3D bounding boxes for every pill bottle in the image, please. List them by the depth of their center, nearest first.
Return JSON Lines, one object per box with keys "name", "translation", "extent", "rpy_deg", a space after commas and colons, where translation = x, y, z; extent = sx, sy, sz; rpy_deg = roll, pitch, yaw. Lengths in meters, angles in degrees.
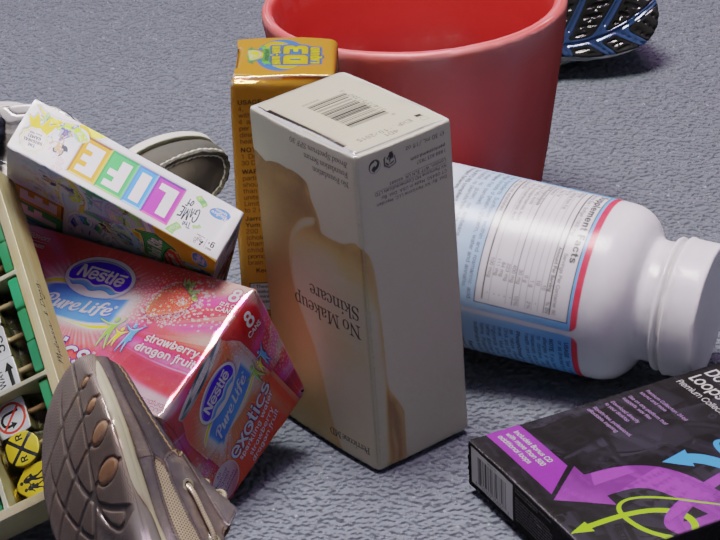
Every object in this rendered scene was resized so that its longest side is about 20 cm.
{"name": "pill bottle", "translation": [0.115, 0.003, 1.462], "extent": [0.199, 0.109, 0.109], "rpy_deg": [14, 31, 19]}

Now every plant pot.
{"name": "plant pot", "translation": [0.039, -0.097, 1.602], "extent": [0.199, 0.178, 0.201], "rpy_deg": [-4, 27, 2]}

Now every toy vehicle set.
{"name": "toy vehicle set", "translation": [-0.222, 0.055, 1.333], "extent": [0.124, 0.027, 0.201], "rpy_deg": [-27, 64, 11]}

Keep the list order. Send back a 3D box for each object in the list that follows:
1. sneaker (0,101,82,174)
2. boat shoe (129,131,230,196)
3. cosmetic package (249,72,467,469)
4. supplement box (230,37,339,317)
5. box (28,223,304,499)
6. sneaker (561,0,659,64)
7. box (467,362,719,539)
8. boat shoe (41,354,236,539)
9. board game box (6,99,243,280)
{"name": "sneaker", "translation": [-0.263, -0.075, 1.564], "extent": [0.198, 0.080, 0.130], "rpy_deg": [0, -8, 5]}
{"name": "boat shoe", "translation": [-0.156, -0.029, 1.615], "extent": [0.060, 0.072, 0.201], "rpy_deg": [18, 41, 42]}
{"name": "cosmetic package", "translation": [0.000, 0.000, 1.391], "extent": [0.071, 0.201, 0.105], "rpy_deg": [-23, 31, -32]}
{"name": "supplement box", "translation": [-0.041, -0.036, 1.468], "extent": [0.068, 0.201, 0.067], "rpy_deg": [-3, 27, 2]}
{"name": "box", "translation": [-0.147, 0.052, 1.394], "extent": [0.199, 0.095, 0.103], "rpy_deg": [16, 55, 34]}
{"name": "sneaker", "translation": [0.131, -0.184, 1.899], "extent": [0.198, 0.076, 0.077], "rpy_deg": [-5, 4, -1]}
{"name": "box", "translation": [0.179, 0.109, 1.334], "extent": [0.199, 0.036, 0.143], "rpy_deg": [-15, 29, -23]}
{"name": "boat shoe", "translation": [-0.104, 0.135, 1.234], "extent": [0.073, 0.074, 0.201], "rpy_deg": [5, 54, -43]}
{"name": "board game box", "translation": [-0.142, -0.019, 1.430], "extent": [0.134, 0.200, 0.034], "rpy_deg": [28, 70, 2]}
